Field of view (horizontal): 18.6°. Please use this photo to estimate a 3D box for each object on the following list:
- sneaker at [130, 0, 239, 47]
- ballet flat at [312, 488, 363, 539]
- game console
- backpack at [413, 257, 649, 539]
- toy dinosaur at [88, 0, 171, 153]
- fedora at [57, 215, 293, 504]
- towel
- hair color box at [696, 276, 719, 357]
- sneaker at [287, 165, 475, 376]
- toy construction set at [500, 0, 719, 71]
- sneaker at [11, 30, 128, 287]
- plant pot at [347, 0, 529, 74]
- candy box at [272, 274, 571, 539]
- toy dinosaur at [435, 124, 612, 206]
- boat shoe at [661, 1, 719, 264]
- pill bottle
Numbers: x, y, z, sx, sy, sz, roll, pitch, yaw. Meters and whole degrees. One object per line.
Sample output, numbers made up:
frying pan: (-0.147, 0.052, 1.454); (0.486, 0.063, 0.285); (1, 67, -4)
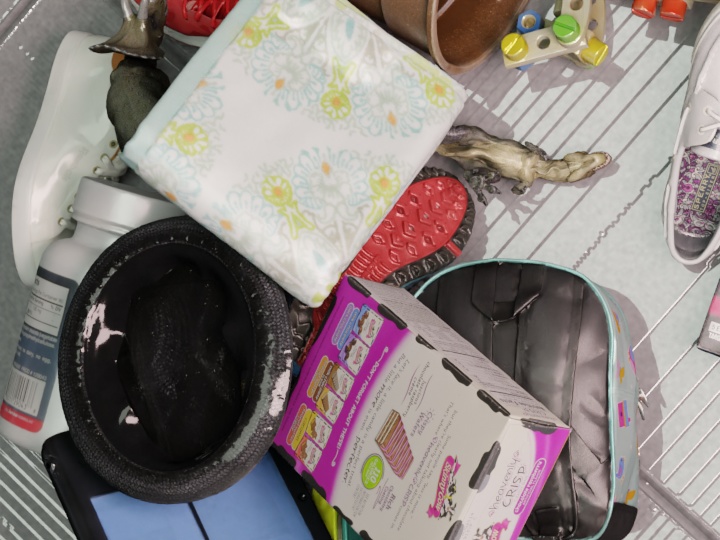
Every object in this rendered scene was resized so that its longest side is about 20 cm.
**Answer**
sneaker: (-0.089, -0.203, 1.626); (0.200, 0.116, 0.078); (19, 81, 10)
ballet flat: (-0.017, 0.156, 1.625); (0.067, 0.067, 0.200); (-5, 82, 34)
game console: (-0.111, 0.183, 1.549); (0.200, 0.177, 0.031); (62, 142, 24)
backpack: (0.112, 0.092, 1.545); (0.176, 0.153, 0.200); (-2, 89, 21)
toy dinosaur: (-0.154, -0.106, 1.590); (0.077, 0.102, 0.200); (-22, 52, 15)
fedora: (-0.115, 0.067, 1.539); (0.200, 0.092, 0.201); (-5, 76, 21)
towel: (-0.042, -0.098, 1.509); (0.171, 0.048, 0.200); (36, 66, 1)
hair color box: (0.317, -0.023, 1.554); (0.100, 0.061, 0.200); (19, 90, 13)
sneaker: (0.000, 0.000, 1.609); (0.079, 0.096, 0.200); (48, 66, -4)
toy construction set: (0.209, -0.185, 1.573); (0.200, 0.092, 0.131); (15, 79, 10)
sneaker: (-0.207, -0.080, 1.671); (0.085, 0.073, 0.200); (13, 88, 16)
plant pot: (0.020, -0.269, 1.582); (0.198, 0.200, 0.201); (25, 92, 21)
candy box: (0.035, 0.109, 1.457); (0.200, 0.061, 0.137); (42, 112, 46)
toy dinosaur: (0.078, -0.087, 1.602); (0.200, 0.088, 0.048); (18, 108, 14)
boat shoe: (0.248, -0.095, 1.525); (0.072, 0.069, 0.200); (19, 122, 0)
pill bottle: (-0.188, 0.038, 1.631); (0.119, 0.120, 0.200); (17, 94, 13)
